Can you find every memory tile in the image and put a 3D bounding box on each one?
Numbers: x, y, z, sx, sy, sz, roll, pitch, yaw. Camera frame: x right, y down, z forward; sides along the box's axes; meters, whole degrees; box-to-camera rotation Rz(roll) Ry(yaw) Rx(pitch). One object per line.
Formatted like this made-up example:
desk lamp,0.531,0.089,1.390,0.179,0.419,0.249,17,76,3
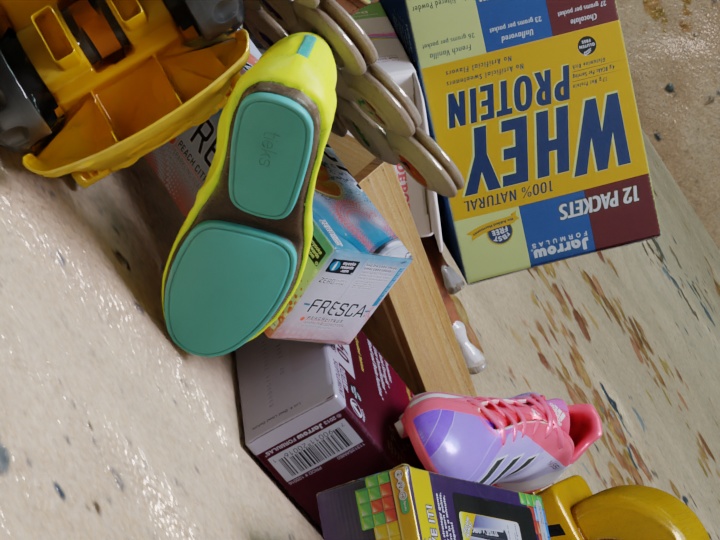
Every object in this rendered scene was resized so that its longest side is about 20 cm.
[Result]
memory tile,-0.029,-0.120,1.225,0.153,0.017,0.200,37,-11,47

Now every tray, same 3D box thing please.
tray,0.000,0.000,1.400,0.099,0.037,0.200,29,-29,41

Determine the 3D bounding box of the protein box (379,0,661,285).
protein box,0.100,-0.122,1.629,0.200,0.134,0.199,-114,-169,-73

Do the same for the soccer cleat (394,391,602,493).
soccer cleat,0.079,0.091,1.347,0.067,0.076,0.200,65,14,15

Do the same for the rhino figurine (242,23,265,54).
rhino figurine,-0.063,-0.126,1.542,0.060,0.088,0.200,13,23,-5

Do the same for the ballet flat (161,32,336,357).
ballet flat,-0.050,-0.039,1.201,0.067,0.200,0.067,19,45,-3

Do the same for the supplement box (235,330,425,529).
supplement box,0.009,0.111,1.349,0.200,0.061,0.109,52,17,-35

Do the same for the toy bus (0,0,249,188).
toy bus,-0.142,-0.145,1.210,0.200,0.135,0.192,60,0,7

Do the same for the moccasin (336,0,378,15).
moccasin,-0.037,-0.220,1.426,0.202,0.077,0.074,62,19,-45

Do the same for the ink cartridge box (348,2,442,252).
ink cartridge box,0.003,-0.090,1.581,0.200,0.067,0.118,-110,-169,-67

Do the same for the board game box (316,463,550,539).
board game box,0.056,0.208,1.216,0.165,0.057,0.201,20,55,-58

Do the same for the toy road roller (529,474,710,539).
toy road roller,0.126,0.159,1.492,0.200,0.146,0.123,62,13,7

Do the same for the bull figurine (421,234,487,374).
bull figurine,0.029,0.009,1.621,0.122,0.065,0.200,58,14,-26

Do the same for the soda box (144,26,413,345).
soda box,-0.058,-0.052,1.303,0.063,0.068,0.200,5,40,-47
